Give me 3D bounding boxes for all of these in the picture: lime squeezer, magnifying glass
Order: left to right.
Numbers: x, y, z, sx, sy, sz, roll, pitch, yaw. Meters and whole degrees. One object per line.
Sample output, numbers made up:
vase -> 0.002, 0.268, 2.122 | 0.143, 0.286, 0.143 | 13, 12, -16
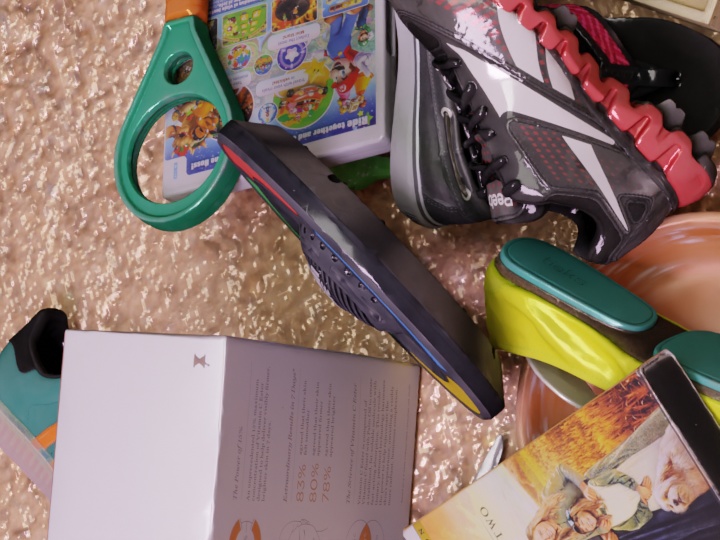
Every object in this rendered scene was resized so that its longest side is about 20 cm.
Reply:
magnifying glass -> -0.097, -0.117, 1.296 | 0.079, 0.022, 0.201 | -11, 64, 29
lime squeezer -> -0.009, -0.090, 1.288 | 0.200, 0.038, 0.071 | 47, 110, 27

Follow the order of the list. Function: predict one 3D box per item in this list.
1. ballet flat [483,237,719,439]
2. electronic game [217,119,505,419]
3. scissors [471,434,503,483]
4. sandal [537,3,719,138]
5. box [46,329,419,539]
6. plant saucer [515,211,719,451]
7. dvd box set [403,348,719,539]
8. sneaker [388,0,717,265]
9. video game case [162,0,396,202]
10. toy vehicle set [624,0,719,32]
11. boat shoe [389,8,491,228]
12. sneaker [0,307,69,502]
ballet flat -> 0.140, 0.051, 1.140 | 0.199, 0.067, 0.067 | 29, 119, 32
electronic game -> 0.000, 0.000, 1.184 | 0.042, 0.200, 0.200 | -44, 64, -3
scissors -> 0.029, 0.180, 1.250 | 0.073, 0.014, 0.201 | 10, 91, 32
sandal -> 0.101, -0.107, 1.223 | 0.199, 0.045, 0.076 | 19, 94, 30
box -> -0.060, 0.100, 1.203 | 0.097, 0.200, 0.125 | 2, 85, 29
plant saucer -> 0.173, 0.072, 1.168 | 0.199, 0.037, 0.202 | -4, 82, 29
dvd box set -> 0.118, 0.145, 1.135 | 0.200, 0.029, 0.147 | -39, 79, 46
sneaker -> 0.076, -0.079, 1.145 | 0.200, 0.071, 0.098 | 41, 85, -9
video game case -> -0.045, -0.144, 1.298 | 0.142, 0.018, 0.201 | -13, 64, 28
toy vehicle set -> 0.122, -0.213, 1.233 | 0.199, 0.026, 0.125 | 24, 96, 29
boat shoe -> 0.054, -0.122, 1.207 | 0.056, 0.068, 0.201 | 4, 94, 41
sneaker -> -0.138, 0.096, 1.321 | 0.200, 0.071, 0.080 | 37, 107, 29
